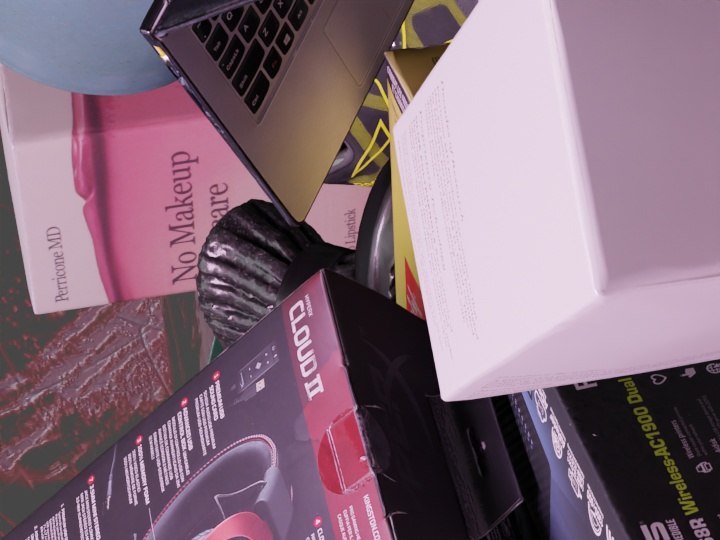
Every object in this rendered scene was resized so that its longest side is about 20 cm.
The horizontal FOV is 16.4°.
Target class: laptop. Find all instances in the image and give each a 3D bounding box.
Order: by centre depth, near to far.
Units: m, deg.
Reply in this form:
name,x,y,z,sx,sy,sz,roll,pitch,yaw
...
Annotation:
name,x,y,z,sx,sy,sz,roll,pitch,yaw
laptop,0.024,-0.129,0.807,0.188,0.116,0.200,-63,-31,-18

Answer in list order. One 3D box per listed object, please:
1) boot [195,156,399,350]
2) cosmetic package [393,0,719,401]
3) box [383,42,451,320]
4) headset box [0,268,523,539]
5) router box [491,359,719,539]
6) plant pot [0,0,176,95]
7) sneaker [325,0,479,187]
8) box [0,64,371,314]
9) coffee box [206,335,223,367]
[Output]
name,x,y,z,sx,sy,sz,roll,pitch,yaw
boot,-0.002,0.002,1.043,0.158,0.079,0.212,40,147,36
cosmetic package,0.078,-0.025,0.601,0.200,0.107,0.085,129,131,-76
box,0.051,0.009,0.918,0.050,0.075,0.201,-110,15,-50
headset box,-0.027,0.109,0.828,0.200,0.075,0.149,-40,44,25
router box,0.091,0.094,0.781,0.200,0.062,0.150,-111,13,-54
plant pot,-0.089,-0.173,0.980,0.188,0.199,0.201,120,142,-53
sneaker,0.013,-0.095,1.015,0.200,0.084,0.075,91,166,-50
box,-0.083,-0.069,1.283,0.128,0.199,0.109,89,168,-47
coffee box,-0.064,0.119,1.294,0.200,0.044,0.123,-81,-7,-53
